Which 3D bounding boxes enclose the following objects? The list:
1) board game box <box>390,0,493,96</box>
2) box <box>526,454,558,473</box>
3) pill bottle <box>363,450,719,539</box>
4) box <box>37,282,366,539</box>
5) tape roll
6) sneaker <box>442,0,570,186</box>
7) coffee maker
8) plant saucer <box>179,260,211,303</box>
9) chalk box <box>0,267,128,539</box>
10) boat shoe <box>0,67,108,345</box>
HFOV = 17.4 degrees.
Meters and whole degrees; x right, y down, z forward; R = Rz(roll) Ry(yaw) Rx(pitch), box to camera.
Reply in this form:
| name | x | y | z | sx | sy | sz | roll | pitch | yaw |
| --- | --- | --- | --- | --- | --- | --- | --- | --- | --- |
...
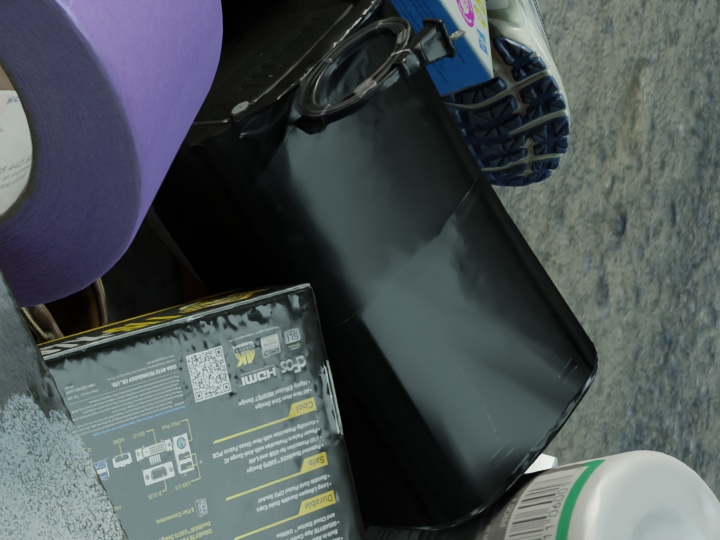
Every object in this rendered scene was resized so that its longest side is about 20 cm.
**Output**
| name | x | y | z | sx | sy | sz | roll | pitch | yaw |
| --- | --- | --- | --- | --- | --- | --- | --- | --- | --- |
| board game box | -0.011 | -0.204 | 1.008 | 0.200 | 0.056 | 0.197 | 49 | 31 | -51 |
| box | 0.066 | 0.208 | 1.188 | 0.201 | 0.041 | 0.157 | 80 | 27 | -53 |
| pill bottle | 0.052 | 0.145 | 0.976 | 0.113 | 0.199 | 0.114 | 17 | 66 | -43 |
| box | -0.085 | 0.102 | 0.809 | 0.199 | 0.049 | 0.161 | -16 | 98 | -41 |
| tape roll | -0.143 | -0.077 | 0.682 | 0.201 | 0.199 | 0.066 | 63 | 40 | -41 |
| sneaker | 0.068 | -0.133 | 1.199 | 0.085 | 0.076 | 0.201 | -71 | 152 | -47 |
| coffee maker | 0.000 | 0.000 | 0.922 | 0.134 | 0.192 | 0.201 | -37 | 114 | -8 |
| plant saucer | -0.017 | -0.031 | 1.085 | 0.200 | 0.036 | 0.201 | -29 | 116 | -59 |
| chalk box | -0.175 | 0.077 | 0.625 | 0.200 | 0.123 | 0.125 | -16 | 79 | -62 |
| boat shoe | -0.132 | -0.055 | 0.832 | 0.075 | 0.074 | 0.204 | -47 | 131 | -50 |
